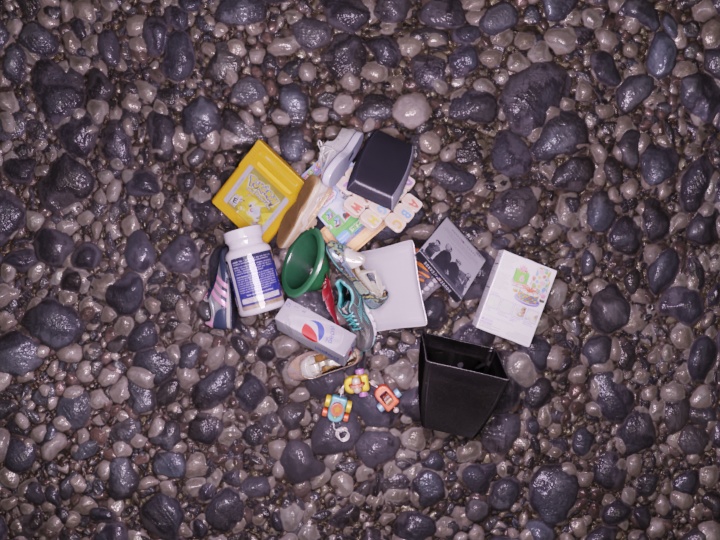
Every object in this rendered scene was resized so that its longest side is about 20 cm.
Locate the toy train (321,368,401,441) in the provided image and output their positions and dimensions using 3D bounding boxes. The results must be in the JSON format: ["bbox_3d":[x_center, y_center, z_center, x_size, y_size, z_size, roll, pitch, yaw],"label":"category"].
[{"bbox_3d":[-0.001,0.336,1.700,0.199,0.056,0.151,-36,92,1],"label":"toy train"}]

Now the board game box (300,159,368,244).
[{"bbox_3d":[-0.050,-0.183,1.662,0.151,0.037,0.201,-41,76,2],"label":"board game box"}]

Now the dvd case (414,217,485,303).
[{"bbox_3d":[0.218,-0.030,1.627,0.151,0.200,0.025,48,127,-3],"label":"dvd case"}]

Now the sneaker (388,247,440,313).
[{"bbox_3d":[0.130,0.018,1.685,0.199,0.077,0.113,-39,70,15],"label":"sneaker"}]

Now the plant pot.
[{"bbox_3d":[0.227,0.283,1.639,0.196,0.200,0.181,12,103,-1],"label":"plant pot"}]

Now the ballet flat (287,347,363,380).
[{"bbox_3d":[-0.090,0.227,1.688,0.197,0.067,0.069,-19,94,1],"label":"ballet flat"}]

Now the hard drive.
[{"bbox_3d":[0.054,-0.247,1.627,0.133,0.043,0.202,24,54,-2],"label":"hard drive"}]

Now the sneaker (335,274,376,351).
[{"bbox_3d":[-0.021,0.100,1.658,0.077,0.091,0.204,-14,88,36],"label":"sneaker"}]

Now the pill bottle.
[{"bbox_3d":[-0.259,0.000,1.631,0.114,0.116,0.204,-14,92,0],"label":"pill bottle"}]

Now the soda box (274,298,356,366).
[{"bbox_3d":[-0.109,0.150,1.652,0.198,0.069,0.064,28,64,12],"label":"soda box"}]

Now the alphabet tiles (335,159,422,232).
[{"bbox_3d":[0.046,-0.183,1.620,0.195,0.015,0.200,38,55,5],"label":"alphabet tiles"}]

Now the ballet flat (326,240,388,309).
[{"bbox_3d":[0.000,0.000,1.611,0.074,0.074,0.201,-38,107,1],"label":"ballet flat"}]

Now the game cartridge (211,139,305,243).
[{"bbox_3d":[-0.241,-0.185,1.661,0.176,0.032,0.200,42,109,-2],"label":"game cartridge"}]

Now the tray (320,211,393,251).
[{"bbox_3d":[0.002,-0.122,1.690,0.199,0.037,0.099,-40,93,0],"label":"tray"}]

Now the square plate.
[{"bbox_3d":[0.074,0.041,1.645,0.198,0.028,0.202,-12,87,44],"label":"square plate"}]

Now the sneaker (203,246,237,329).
[{"bbox_3d":[-0.350,0.044,1.679,0.080,0.070,0.204,-1,88,6],"label":"sneaker"}]

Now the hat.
[{"bbox_3d":[-0.084,0.015,1.689,0.174,0.166,0.202,21,108,-35],"label":"hat"}]

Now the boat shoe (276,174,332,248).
[{"bbox_3d":[-0.131,-0.130,1.621,0.068,0.074,0.201,17,120,-34],"label":"boat shoe"}]

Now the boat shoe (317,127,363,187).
[{"bbox_3d":[-0.066,-0.276,1.603,0.085,0.075,0.203,22,51,9],"label":"boat shoe"}]

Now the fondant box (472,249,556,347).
[{"bbox_3d":[0.380,0.068,1.690,0.142,0.058,0.203,20,93,-1],"label":"fondant box"}]
